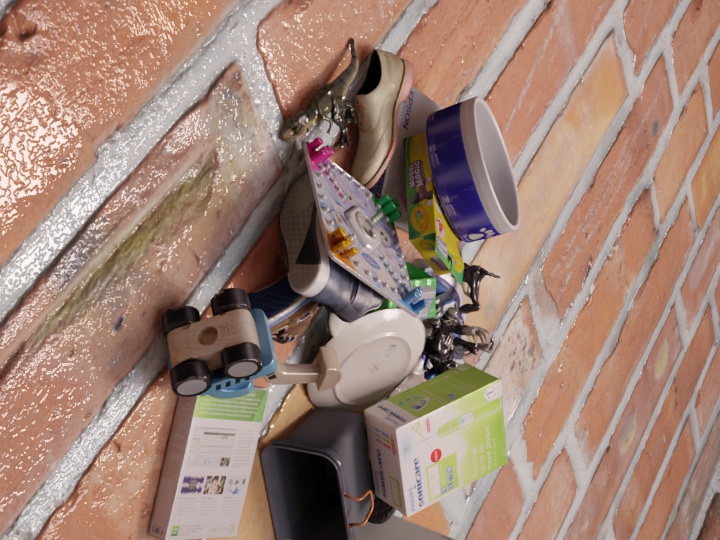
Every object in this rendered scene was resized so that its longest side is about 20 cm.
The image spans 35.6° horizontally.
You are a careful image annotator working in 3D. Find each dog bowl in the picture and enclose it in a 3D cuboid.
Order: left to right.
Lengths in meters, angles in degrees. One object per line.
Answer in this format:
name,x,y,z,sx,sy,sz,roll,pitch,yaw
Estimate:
dog bowl,0.166,-0.146,1.640,0.200,0.078,0.203,-16,90,-70

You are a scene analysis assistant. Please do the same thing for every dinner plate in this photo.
dinner plate,0.014,0.140,1.636,0.198,0.024,0.202,-22,137,-22

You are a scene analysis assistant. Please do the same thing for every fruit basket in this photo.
fruit basket,0.043,0.094,1.691,0.184,0.093,0.203,-4,109,-49

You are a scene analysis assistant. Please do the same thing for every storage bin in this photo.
storage bin,-0.040,0.300,1.604,0.134,0.144,0.202,-49,137,-51

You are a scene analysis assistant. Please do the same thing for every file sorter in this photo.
file sorter,0.034,0.462,1.693,0.138,0.198,0.126,-32,127,-47

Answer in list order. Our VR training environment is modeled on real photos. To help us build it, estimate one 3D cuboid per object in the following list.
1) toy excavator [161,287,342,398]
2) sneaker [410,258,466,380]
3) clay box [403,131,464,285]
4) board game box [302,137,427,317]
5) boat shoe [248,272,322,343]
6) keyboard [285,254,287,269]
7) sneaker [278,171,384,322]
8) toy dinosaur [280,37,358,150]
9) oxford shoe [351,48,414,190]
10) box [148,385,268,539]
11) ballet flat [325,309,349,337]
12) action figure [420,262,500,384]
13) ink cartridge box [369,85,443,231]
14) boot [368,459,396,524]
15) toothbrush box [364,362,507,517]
toy excavator,-0.131,0.110,1.386,0.201,0.192,0.101,70,2,-60
sneaker,0.109,0.092,1.800,0.148,0.080,0.201,-66,150,-26
clay box,0.106,-0.085,1.622,0.115,0.047,0.202,47,36,-52
board game box,0.008,-0.059,1.486,0.199,0.026,0.202,35,32,-44
boat shoe,-0.099,0.057,1.490,0.199,0.072,0.073,-34,131,-44
keyboard,-0.043,-0.056,1.595,0.199,0.011,0.057,-26,120,-50
sneaker,-0.034,-0.024,1.485,0.146,0.076,0.204,32,39,-39
toy dinosaur,-0.035,-0.224,1.532,0.201,0.047,0.089,-57,134,-35
oxford shoe,0.013,-0.216,1.597,0.073,0.070,0.203,21,79,-38
box,-0.192,0.242,1.439,0.144,0.036,0.203,17,86,-56
ballet flat,0.000,0.000,1.568,0.070,0.069,0.202,53,42,-48
action figure,0.160,0.093,1.731,0.119,0.101,0.203,22,87,-77
ink cartridge box,0.084,-0.164,1.717,0.199,0.043,0.199,20,78,-55
boot,0.061,0.320,1.768,0.132,0.069,0.202,52,40,-48
toothbrush box,0.114,0.246,1.652,0.198,0.086,0.148,-20,114,-29
